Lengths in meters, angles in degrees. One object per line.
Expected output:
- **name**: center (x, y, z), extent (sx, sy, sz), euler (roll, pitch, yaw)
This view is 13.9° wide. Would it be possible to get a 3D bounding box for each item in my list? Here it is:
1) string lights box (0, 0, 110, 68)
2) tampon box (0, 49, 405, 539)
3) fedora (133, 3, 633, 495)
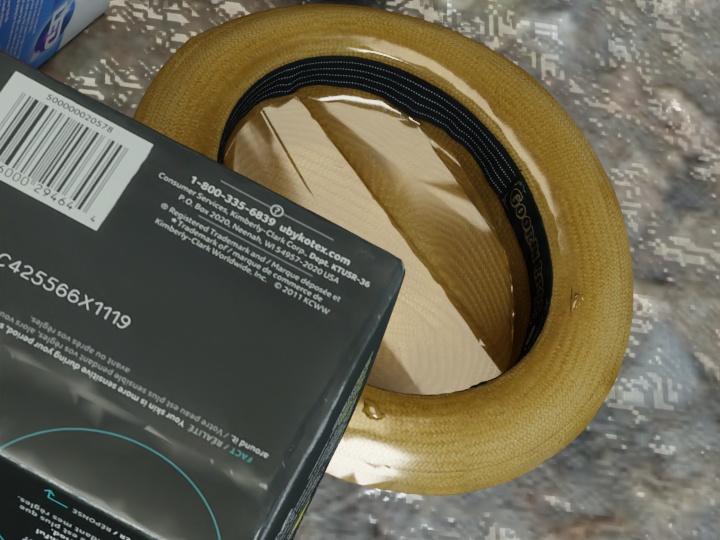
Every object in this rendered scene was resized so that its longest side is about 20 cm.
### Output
- **string lights box**: center (-0.166, -0.087, 1.068), extent (0.059, 0.103, 0.200), euler (38, 55, 10)
- **tampon box**: center (-0.094, 0.062, 0.929), extent (0.149, 0.200, 0.127), euler (28, 54, 3)
- **fedora**: center (0.000, 0.000, 1.070), extent (0.199, 0.082, 0.202), euler (8, 60, -14)
